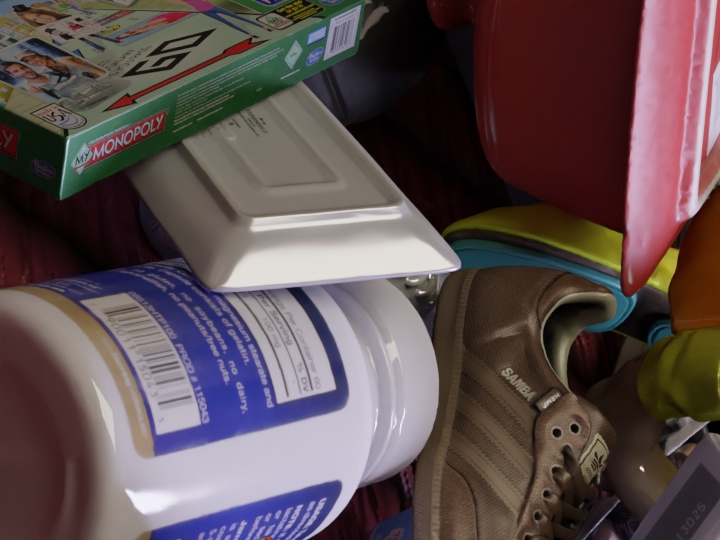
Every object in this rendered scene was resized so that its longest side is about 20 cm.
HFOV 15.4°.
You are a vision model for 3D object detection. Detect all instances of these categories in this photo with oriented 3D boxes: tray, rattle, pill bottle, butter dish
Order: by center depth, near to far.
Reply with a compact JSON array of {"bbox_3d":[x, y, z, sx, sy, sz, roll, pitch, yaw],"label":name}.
[{"bbox_3d":[-0.066,0.055,1.013,0.200,0.120,0.120,-10,75,-49],"label":"pill bottle"},{"bbox_3d":[-0.047,-0.052,1.063,0.107,0.022,0.200,-6,32,-24],"label":"tray"},{"bbox_3d":[0.199,0.080,1.177,0.200,0.130,0.143,38,33,-12],"label":"rattle"},{"bbox_3d":[0.101,-0.119,1.188,0.200,0.147,0.200,-50,147,-55],"label":"butter dish"}]

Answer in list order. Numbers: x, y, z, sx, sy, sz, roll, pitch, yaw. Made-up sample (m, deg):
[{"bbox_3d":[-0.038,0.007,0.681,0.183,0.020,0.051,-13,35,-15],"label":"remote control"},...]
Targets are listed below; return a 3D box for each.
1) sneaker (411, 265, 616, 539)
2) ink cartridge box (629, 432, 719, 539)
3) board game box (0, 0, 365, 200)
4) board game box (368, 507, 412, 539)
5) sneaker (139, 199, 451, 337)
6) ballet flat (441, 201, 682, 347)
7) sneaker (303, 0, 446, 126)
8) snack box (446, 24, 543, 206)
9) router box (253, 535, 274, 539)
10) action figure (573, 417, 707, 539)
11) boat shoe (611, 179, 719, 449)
[{"bbox_3d":[0.066,0.083,1.093,0.070,0.075,0.200,63,27,-57],"label":"sneaker"},{"bbox_3d":[0.175,0.171,1.114,0.200,0.162,0.050,25,15,-37],"label":"ink cartridge box"},{"bbox_3d":[-0.108,-0.095,1.067,0.134,0.029,0.200,26,32,24],"label":"board game box"},{"bbox_3d":[0.059,0.219,1.113,0.200,0.037,0.151,44,42,-17],"label":"board game box"},{"bbox_3d":[0.000,0.000,1.154,0.200,0.071,0.073,25,51,-35],"label":"sneaker"},{"bbox_3d":[0.134,0.003,1.230,0.200,0.067,0.067,22,62,-7],"label":"ballet flat"},{"bbox_3d":[0.003,-0.140,1.247,0.200,0.086,0.080,-42,133,-33],"label":"sneaker"},{"bbox_3d":[0.108,-0.118,1.353,0.142,0.053,0.200,-9,75,-48],"label":"snack box"},{"bbox_3d":[-0.013,0.221,0.894,0.179,0.049,0.200,42,44,-25],"label":"router box"},{"bbox_3d":[0.167,0.143,1.222,0.130,0.069,0.200,-38,101,-5],"label":"action figure"},{"bbox_3d":[0.177,0.001,1.297,0.072,0.065,0.200,32,70,-44],"label":"boat shoe"}]
